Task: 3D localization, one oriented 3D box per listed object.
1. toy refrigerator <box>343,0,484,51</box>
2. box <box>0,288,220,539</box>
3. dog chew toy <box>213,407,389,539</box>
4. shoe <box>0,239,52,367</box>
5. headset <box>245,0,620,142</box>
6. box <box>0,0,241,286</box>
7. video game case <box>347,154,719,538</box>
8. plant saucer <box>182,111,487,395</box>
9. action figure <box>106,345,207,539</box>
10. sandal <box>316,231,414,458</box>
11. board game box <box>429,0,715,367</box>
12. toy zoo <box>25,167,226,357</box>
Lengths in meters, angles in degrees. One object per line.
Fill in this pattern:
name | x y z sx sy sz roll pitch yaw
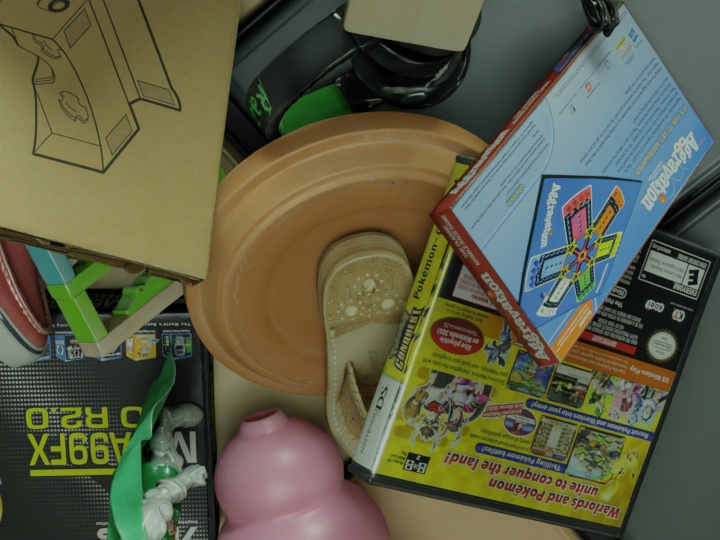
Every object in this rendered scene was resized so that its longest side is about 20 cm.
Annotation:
toy refrigerator | 0.041 -0.217 0.792 0.070 0.076 0.201 10 67 -4
box | -0.187 0.093 0.965 0.199 0.044 0.161 0 108 -1
dog chew toy | -0.031 0.180 0.962 0.124 0.125 0.201 -15 100 4
shoe | -0.196 -0.053 0.885 0.091 0.071 0.201 -24 87 6
headset | 0.037 -0.119 0.857 0.200 0.124 0.094 -32 82 -7
box | -0.145 -0.105 0.828 0.163 0.021 0.201 14 70 -26
video game case | 0.104 0.049 0.900 0.200 0.025 0.181 17 93 -35
plant saucer | 0.000 0.000 0.900 0.200 0.032 0.201 -9 134 -10
action figure | -0.112 0.133 0.852 0.054 0.200 0.119 11 109 -6
sandal | 0.018 0.077 0.904 0.077 0.070 0.212 -15 134 -1
board game box | 0.120 -0.051 0.862 0.019 0.200 0.103 -20 113 50
toy zoo | -0.145 -0.071 0.873 0.020 0.131 0.200 -2 120 46
